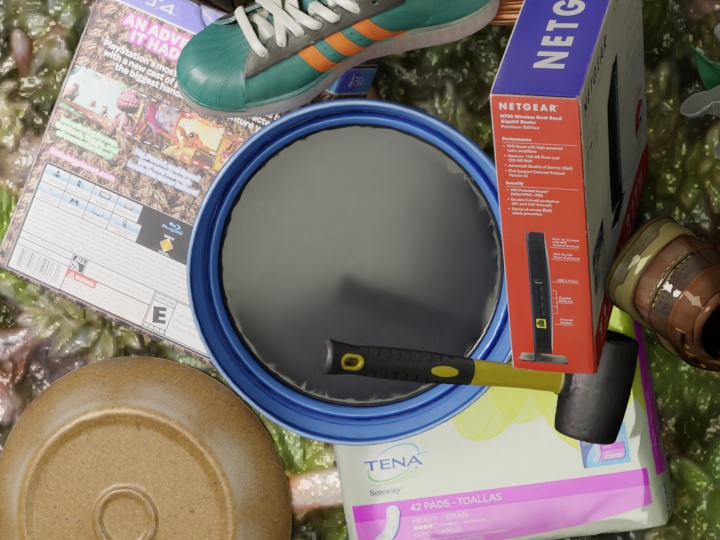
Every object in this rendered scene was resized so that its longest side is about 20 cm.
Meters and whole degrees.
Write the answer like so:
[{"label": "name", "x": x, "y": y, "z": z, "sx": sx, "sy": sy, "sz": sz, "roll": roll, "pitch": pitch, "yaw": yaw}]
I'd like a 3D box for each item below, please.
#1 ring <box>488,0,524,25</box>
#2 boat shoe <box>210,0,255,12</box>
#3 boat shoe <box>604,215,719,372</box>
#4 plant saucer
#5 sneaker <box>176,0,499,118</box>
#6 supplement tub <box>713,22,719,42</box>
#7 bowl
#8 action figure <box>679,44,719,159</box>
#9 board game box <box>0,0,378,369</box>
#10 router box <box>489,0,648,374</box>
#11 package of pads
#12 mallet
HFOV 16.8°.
[{"label": "ring", "x": 0.087, "y": -0.245, "z": 1.436, "sx": 0.200, "sy": 0.019, "sz": 0.201, "roll": 1, "pitch": 94, "yaw": 11}, {"label": "boat shoe", "x": -0.099, "y": -0.200, "z": 1.425, "sx": 0.200, "sy": 0.074, "sz": 0.076, "roll": 11, "pitch": 108, "yaw": -29}, {"label": "boat shoe", "x": 0.208, "y": 0.029, "z": 1.378, "sx": 0.068, "sy": 0.200, "sz": 0.072, "roll": 39, "pitch": 98, "yaw": 32}, {"label": "plant saucer", "x": -0.144, "y": 0.156, "z": 1.546, "sx": 0.200, "sy": 0.035, "sz": 0.201, "roll": 1, "pitch": 95, "yaw": 11}, {"label": "sneaker", "x": -0.014, "y": -0.153, "z": 1.382, "sx": 0.200, "sy": 0.080, "sz": 0.071, "roll": -22, "pitch": 61, "yaw": -9}, {"label": "supplement tub", "x": 0.310, "y": -0.096, "z": 1.382, "sx": 0.132, "sy": 0.132, "sz": 0.200, "roll": -37, "pitch": 87, "yaw": 12}, {"label": "bowl", "x": 0.000, "y": 0.000, "z": 1.413, "sx": 0.200, "sy": 0.039, "sz": 0.201, "roll": 0, "pitch": 99, "yaw": 1}, {"label": "action figure", "x": 0.245, "y": -0.030, "z": 1.389, "sx": 0.055, "sy": 0.200, "sz": 0.118, "roll": -34, "pitch": 43, "yaw": 7}, {"label": "board game box", "x": -0.105, "y": -0.064, "z": 1.488, "sx": 0.159, "sy": 0.097, "sz": 0.200, "roll": 24, "pitch": 99, "yaw": 9}, {"label": "router box", "x": 0.120, "y": -0.073, "z": 1.355, "sx": 0.049, "sy": 0.200, "sz": 0.180, "roll": 4, "pitch": 127, "yaw": 14}, {"label": "package of pads", "x": 0.080, "y": 0.087, "z": 1.476, "sx": 0.199, "sy": 0.068, "sz": 0.155, "roll": -9, "pitch": 93, "yaw": 12}, {"label": "mallet", "x": 0.066, "y": 0.067, "z": 1.375, "sx": 0.200, "sy": 0.041, "sz": 0.066, "roll": -1, "pitch": 104, "yaw": -26}]
